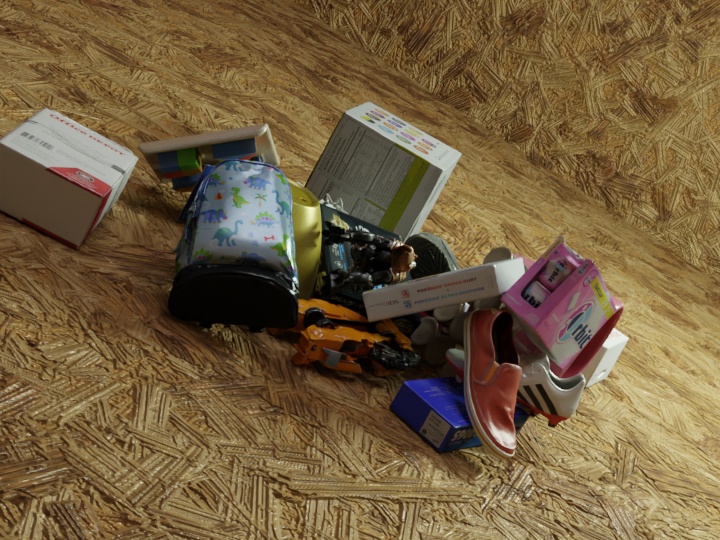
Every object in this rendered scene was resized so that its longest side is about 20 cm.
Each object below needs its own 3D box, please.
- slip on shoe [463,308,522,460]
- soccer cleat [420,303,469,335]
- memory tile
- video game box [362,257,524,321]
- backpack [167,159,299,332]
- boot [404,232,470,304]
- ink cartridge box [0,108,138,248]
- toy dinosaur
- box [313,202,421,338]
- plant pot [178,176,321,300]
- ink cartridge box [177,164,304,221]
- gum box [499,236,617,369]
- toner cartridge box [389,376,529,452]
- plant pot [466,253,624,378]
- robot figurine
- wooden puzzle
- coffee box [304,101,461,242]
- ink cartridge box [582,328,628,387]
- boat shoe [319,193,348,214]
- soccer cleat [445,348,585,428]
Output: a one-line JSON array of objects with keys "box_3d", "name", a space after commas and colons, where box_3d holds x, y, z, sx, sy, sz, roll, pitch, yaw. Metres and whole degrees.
[{"box_3d": [0.172, 0.139, 1.527, 0.074, 0.061, 0.201, 21, 57, -42], "name": "slip on shoe"}, {"box_3d": [0.169, 0.087, 1.894, 0.199, 0.068, 0.073, 32, 41, -5], "name": "soccer cleat"}, {"box_3d": [0.168, 0.065, 1.727, 0.017, 0.200, 0.153, 44, 3, -40], "name": "memory tile"}, {"box_3d": [0.118, 0.024, 1.632, 0.181, 0.047, 0.200, -10, 0, 19], "name": "video game box"}, {"box_3d": [-0.148, -0.040, 1.499, 0.162, 0.154, 0.200, 7, 36, -4], "name": "backpack"}, {"box_3d": [0.122, -0.023, 2.041, 0.182, 0.072, 0.200, 55, 14, -25], "name": "boot"}, {"box_3d": [-0.386, -0.122, 1.555, 0.146, 0.083, 0.200, 28, 18, -7], "name": "ink cartridge box"}, {"box_3d": [0.020, -0.018, 1.636, 0.135, 0.200, 0.103, 4, 60, -21], "name": "toy dinosaur"}, {"box_3d": [0.000, 0.000, 1.800, 0.158, 0.046, 0.201, 21, 34, -25], "name": "box"}, {"box_3d": [-0.131, -0.053, 1.661, 0.199, 0.142, 0.200, 27, 18, -9], "name": "plant pot"}, {"box_3d": [-0.168, -0.094, 1.786, 0.199, 0.100, 0.039, 6, 31, -49], "name": "ink cartridge box"}, {"box_3d": [0.264, 0.044, 1.601, 0.066, 0.114, 0.200, 42, -1, 28], "name": "gum box"}, {"box_3d": [0.132, 0.184, 1.580, 0.095, 0.043, 0.200, 41, 21, 29], "name": "toner cartridge box"}, {"box_3d": [0.264, 0.077, 1.803, 0.179, 0.200, 0.200, 39, 20, 17], "name": "plant pot"}, {"box_3d": [-0.018, 0.089, 1.586, 0.199, 0.058, 0.145, 13, 24, -40], "name": "robot figurine"}, {"box_3d": [-0.215, -0.158, 1.766, 0.184, 0.047, 0.200, -10, -9, 0], "name": "wooden puzzle"}, {"box_3d": [0.030, -0.151, 2.083, 0.197, 0.201, 0.200, 30, 17, 5], "name": "coffee box"}, {"box_3d": [0.341, 0.101, 2.061, 0.200, 0.084, 0.145, 36, 19, 20], "name": "ink cartridge box"}, {"box_3d": [-0.061, -0.086, 1.929, 0.201, 0.086, 0.075, 24, -21, -3], "name": "boat shoe"}, {"box_3d": [0.207, 0.137, 1.612, 0.199, 0.085, 0.069, 26, 18, -12], "name": "soccer cleat"}]
